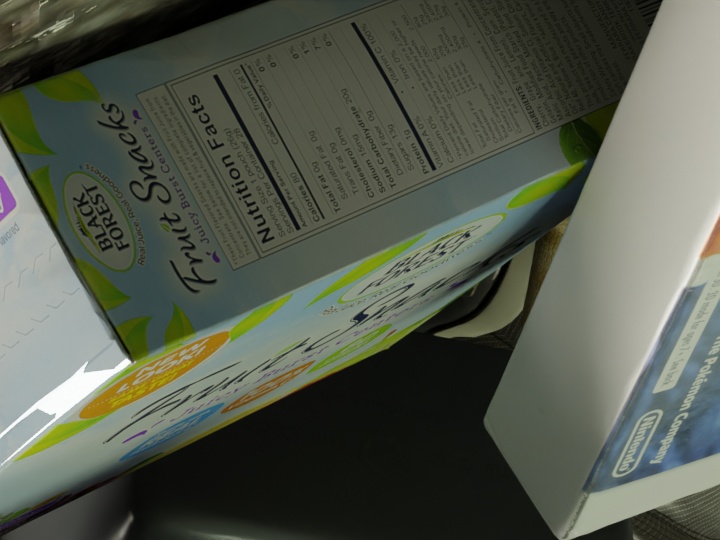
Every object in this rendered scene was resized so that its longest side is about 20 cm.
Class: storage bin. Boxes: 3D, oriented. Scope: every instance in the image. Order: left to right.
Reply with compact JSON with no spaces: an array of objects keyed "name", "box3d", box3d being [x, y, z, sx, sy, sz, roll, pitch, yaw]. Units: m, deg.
[{"name":"storage bin","box3d":[-0.014,0.074,0.915,0.199,0.146,0.134,12,144,-19]}]

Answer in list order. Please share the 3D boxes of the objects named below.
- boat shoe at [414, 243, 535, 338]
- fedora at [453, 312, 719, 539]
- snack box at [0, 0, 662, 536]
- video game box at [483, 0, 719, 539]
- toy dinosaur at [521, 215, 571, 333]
[{"name":"boat shoe","box3d":[0.000,0.000,1.014,0.063,0.073,0.200,18,160,-17]},{"name":"fedora","box3d":[0.093,0.031,1.116,0.177,0.200,0.090,31,95,-47]},{"name":"snack box","box3d":[-0.033,-0.006,0.699,0.200,0.068,0.169,-26,172,-41]},{"name":"video game box","box3d":[0.136,-0.030,0.694,0.182,0.047,0.200,-20,150,-27]},{"name":"toy dinosaur","box3d":[0.062,-0.027,0.785,0.058,0.101,0.200,-19,162,-35]}]
